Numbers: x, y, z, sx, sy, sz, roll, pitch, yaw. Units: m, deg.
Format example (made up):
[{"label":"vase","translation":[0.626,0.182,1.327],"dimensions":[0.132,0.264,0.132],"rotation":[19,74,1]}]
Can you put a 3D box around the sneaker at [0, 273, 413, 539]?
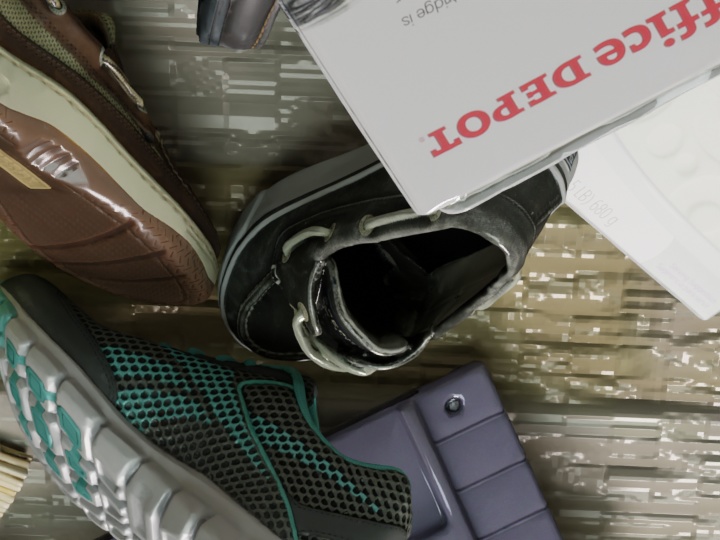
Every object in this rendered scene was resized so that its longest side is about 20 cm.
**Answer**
[{"label":"sneaker","translation":[-0.059,0.062,1.017],"dimensions":[0.091,0.200,0.078],"rotation":[-34,150,-26]}]

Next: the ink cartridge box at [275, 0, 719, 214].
[{"label":"ink cartridge box","translation":[0.030,-0.137,0.800],"dimensions":[0.144,0.084,0.200],"rotation":[-27,120,11]}]

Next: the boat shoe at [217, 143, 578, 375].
[{"label":"boat shoe","translation":[0.000,0.000,0.967],"dimensions":[0.071,0.064,0.200],"rotation":[32,147,-16]}]

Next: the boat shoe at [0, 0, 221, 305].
[{"label":"boat shoe","translation":[-0.100,-0.057,0.957],"dimensions":[0.074,0.075,0.202],"rotation":[6,157,28]}]

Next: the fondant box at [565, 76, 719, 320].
[{"label":"fondant box","translation":[0.143,-0.091,0.925],"dimensions":[0.144,0.058,0.200],"rotation":[38,120,-24]}]

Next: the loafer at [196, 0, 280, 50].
[{"label":"loafer","translation":[0.002,-0.147,0.881],"dimensions":[0.072,0.073,0.200],"rotation":[17,129,-15]}]

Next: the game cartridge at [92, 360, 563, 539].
[{"label":"game cartridge","translation":[-0.016,0.134,1.056],"dimensions":[0.199,0.038,0.130],"rotation":[-25,92,-4]}]

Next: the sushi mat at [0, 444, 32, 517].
[{"label":"sushi mat","translation":[-0.243,0.075,1.110],"dimensions":[0.199,0.012,0.096],"rotation":[21,128,-14]}]
